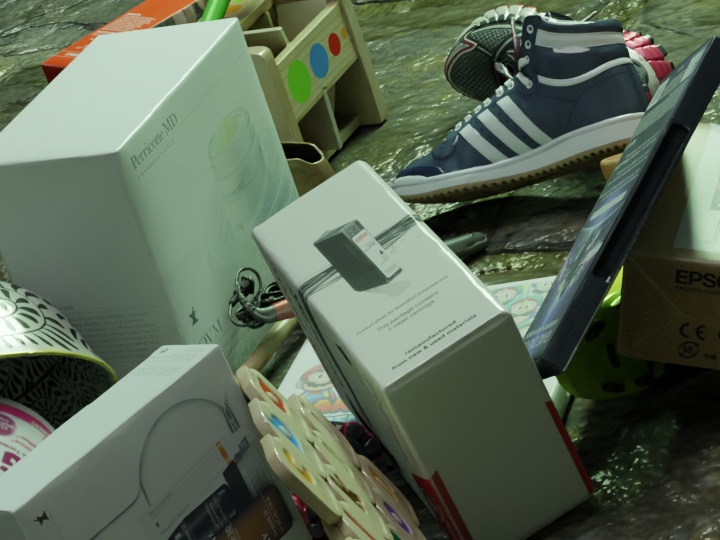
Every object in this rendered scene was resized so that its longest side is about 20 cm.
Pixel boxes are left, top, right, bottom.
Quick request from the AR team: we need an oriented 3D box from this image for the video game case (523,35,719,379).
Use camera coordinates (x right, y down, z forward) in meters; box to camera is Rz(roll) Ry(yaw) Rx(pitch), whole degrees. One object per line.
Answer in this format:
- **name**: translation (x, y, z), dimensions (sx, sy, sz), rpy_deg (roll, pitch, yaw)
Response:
- **video game case**: translation (0.143, -0.029, 1.423), dimensions (0.200, 0.019, 0.143), rpy_deg (-62, 1, -7)

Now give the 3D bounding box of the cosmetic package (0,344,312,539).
- **cosmetic package**: translation (-0.092, 0.160, 1.272), dimensions (0.052, 0.200, 0.151), rpy_deg (-2, 29, 48)

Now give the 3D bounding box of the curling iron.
- **curling iron**: translation (0.000, 0.000, 1.703), dimensions (0.200, 0.026, 0.050), rpy_deg (-16, 48, -26)

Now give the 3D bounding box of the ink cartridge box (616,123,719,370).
- **ink cartridge box**: translation (0.258, -0.009, 1.454), dimensions (0.200, 0.075, 0.165), rpy_deg (7, 33, 12)

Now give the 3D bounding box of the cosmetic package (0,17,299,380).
- **cosmetic package**: translation (-0.139, -0.036, 1.717), dimensions (0.123, 0.200, 0.199), rpy_deg (-6, 28, 27)

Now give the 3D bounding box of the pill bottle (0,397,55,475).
- **pill bottle**: translation (-0.233, 0.166, 1.471), dimensions (0.113, 0.113, 0.200), rpy_deg (-15, 25, 10)

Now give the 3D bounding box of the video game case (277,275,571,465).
- **video game case**: translation (0.043, 0.064, 1.589), dimensions (0.200, 0.024, 0.182), rpy_deg (-9, 26, 23)

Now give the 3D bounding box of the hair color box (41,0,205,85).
- **hair color box**: translation (-0.154, -0.166, 2.109), dimensions (0.200, 0.111, 0.064), rpy_deg (-36, 30, -31)

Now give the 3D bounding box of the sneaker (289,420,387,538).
- **sneaker**: translation (-0.081, 0.144, 1.464), dimensions (0.200, 0.081, 0.075), rpy_deg (-18, 3, -7)

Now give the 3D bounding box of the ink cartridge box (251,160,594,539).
- **ink cartridge box**: translation (0.032, 0.049, 1.438), dimensions (0.084, 0.144, 0.200), rpy_deg (-32, 35, -6)

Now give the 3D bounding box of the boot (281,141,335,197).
- **boot**: translation (-0.096, -0.057, 1.885), dimensions (0.200, 0.075, 0.074), rpy_deg (-3, 31, 34)

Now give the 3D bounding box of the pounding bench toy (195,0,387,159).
- **pounding bench toy**: translation (-0.092, -0.165, 1.952), dimensions (0.124, 0.200, 0.156), rpy_deg (-4, 28, 31)

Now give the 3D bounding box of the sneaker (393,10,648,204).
- **sneaker**: translation (0.106, -0.114, 1.777), dimensions (0.200, 0.109, 0.070), rpy_deg (-15, -6, 28)

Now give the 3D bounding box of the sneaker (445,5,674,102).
- **sneaker**: translation (0.134, -0.142, 1.868), dimensions (0.200, 0.081, 0.075), rpy_deg (10, 41, 47)

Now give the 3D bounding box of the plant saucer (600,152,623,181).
- **plant saucer**: translation (0.255, -0.076, 1.642), dimensions (0.200, 0.037, 0.200), rpy_deg (-13, 4, 1)

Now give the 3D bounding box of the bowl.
- **bowl**: translation (-0.262, 0.058, 1.605), dimensions (0.201, 0.201, 0.094), rpy_deg (-20, 68, -1)

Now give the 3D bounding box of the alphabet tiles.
- **alphabet tiles**: translation (0.009, 0.134, 1.278), dimensions (0.015, 0.196, 0.200), rpy_deg (-41, 24, 7)

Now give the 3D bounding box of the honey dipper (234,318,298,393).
- **honey dipper**: translation (-0.064, 0.051, 1.681), dimensions (0.038, 0.038, 0.200), rpy_deg (-2, 32, 34)

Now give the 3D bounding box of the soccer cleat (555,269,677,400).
- **soccer cleat**: translation (0.159, 0.023, 1.547), dimensions (0.084, 0.065, 0.200), rpy_deg (-8, 24, 38)
